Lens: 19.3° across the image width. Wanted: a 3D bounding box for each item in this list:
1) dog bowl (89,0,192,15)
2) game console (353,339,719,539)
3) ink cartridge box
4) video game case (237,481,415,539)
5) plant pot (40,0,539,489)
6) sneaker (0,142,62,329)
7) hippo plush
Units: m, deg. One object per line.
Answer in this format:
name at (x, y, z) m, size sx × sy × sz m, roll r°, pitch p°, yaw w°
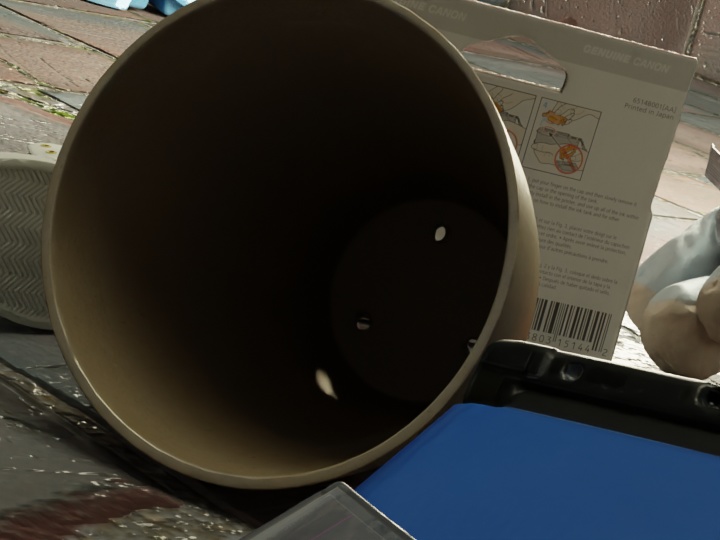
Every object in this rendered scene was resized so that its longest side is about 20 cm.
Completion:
dog bowl at (-0.217, -0.295, 2.197) m, size 0.199 × 0.050 × 0.111 m, roll 11°, pitch 12°, yaw -24°
game console at (0.104, 0.098, 0.569) m, size 0.199 × 0.119 × 0.171 m, roll 12°, pitch -25°, yaw 39°
ink cartridge box at (0.060, -0.053, 1.120) m, size 0.199 × 0.177 × 0.045 m, roll 13°, pitch 12°, yaw -15°
video game case at (-0.007, 0.123, 0.415) m, size 0.142 × 0.019 × 0.200 m, roll -29°, pitch 35°, yaw -22°
plant pot at (0.000, 0.000, 0.859) m, size 0.186 × 0.188 × 0.200 m, roll 20°, pitch -2°, yaw 21°
sneaker at (-0.152, -0.021, 0.977) m, size 0.115 × 0.074 × 0.199 m, roll 23°, pitch 4°, yaw 39°
hippo plush at (0.256, 0.024, 1.208) m, size 0.161 × 0.159 × 0.200 m, roll 43°, pitch 21°, yaw -16°
